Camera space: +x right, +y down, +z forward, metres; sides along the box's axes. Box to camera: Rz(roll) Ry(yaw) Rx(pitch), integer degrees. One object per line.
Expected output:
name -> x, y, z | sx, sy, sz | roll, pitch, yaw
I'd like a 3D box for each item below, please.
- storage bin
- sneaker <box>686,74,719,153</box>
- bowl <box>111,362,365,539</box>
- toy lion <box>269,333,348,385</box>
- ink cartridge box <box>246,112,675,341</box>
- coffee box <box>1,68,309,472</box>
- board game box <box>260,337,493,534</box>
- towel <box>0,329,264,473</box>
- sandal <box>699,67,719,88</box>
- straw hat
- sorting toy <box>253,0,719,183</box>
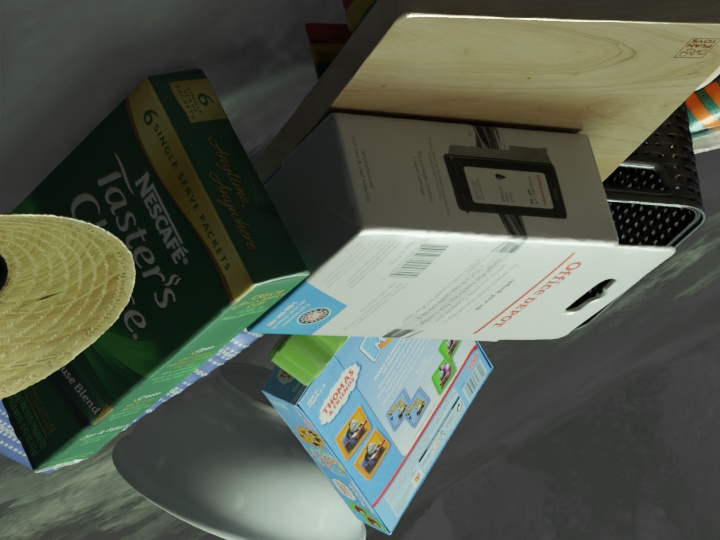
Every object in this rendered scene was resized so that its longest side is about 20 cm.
storage bin -> 0.116, -0.042, 1.515 | 0.135, 0.094, 0.200 | 4, 153, -22
sneaker -> 0.254, -0.131, 1.627 | 0.199, 0.080, 0.071 | -7, -156, 7
bowl -> -0.076, 0.128, 1.747 | 0.201, 0.201, 0.091 | -5, 117, -63
toy lion -> 0.000, 0.000, 1.379 | 0.200, 0.069, 0.192 | -51, -177, 48
ink cartridge box -> 0.047, -0.018, 1.205 | 0.199, 0.068, 0.116 | 3, 152, -34
coffee box -> -0.122, 0.002, 1.182 | 0.044, 0.123, 0.200 | -11, 159, -49
board game box -> 0.016, 0.075, 1.657 | 0.151, 0.037, 0.200 | -57, 147, -18
towel -> -0.154, 0.038, 1.332 | 0.200, 0.024, 0.145 | -33, 136, 22
sandal -> 0.212, -0.145, 1.510 | 0.079, 0.059, 0.207 | -31, 168, 6
straw hat -> -0.204, -0.008, 1.030 | 0.200, 0.085, 0.201 | -20, 156, -9
sorting toy -> 0.059, -0.103, 1.195 | 0.199, 0.070, 0.199 | -2, 154, -28
